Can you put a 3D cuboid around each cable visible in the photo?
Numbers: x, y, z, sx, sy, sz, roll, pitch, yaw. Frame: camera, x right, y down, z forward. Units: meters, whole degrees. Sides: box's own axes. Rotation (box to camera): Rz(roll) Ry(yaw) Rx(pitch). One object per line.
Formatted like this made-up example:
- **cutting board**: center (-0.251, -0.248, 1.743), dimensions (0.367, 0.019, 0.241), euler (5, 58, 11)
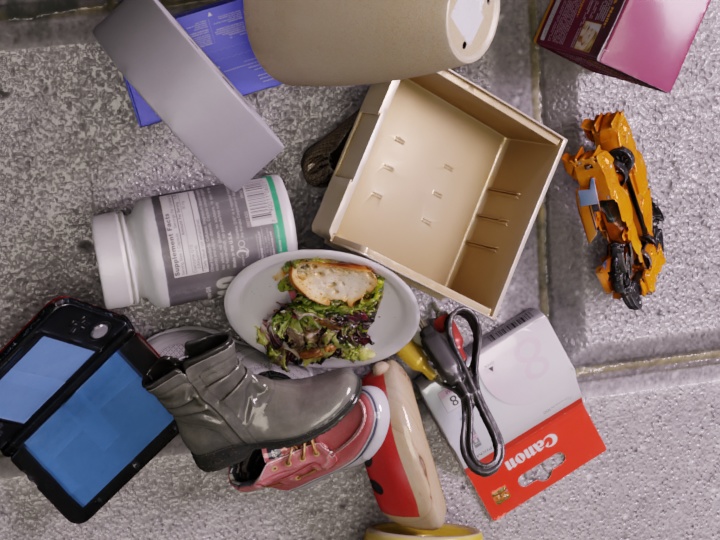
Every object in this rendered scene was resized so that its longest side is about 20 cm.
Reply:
- **cable**: center (0.109, 0.121, 1.633), dimensions (0.096, 0.050, 0.201), euler (-25, 78, -18)

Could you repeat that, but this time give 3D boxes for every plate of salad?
- **plate of salad**: center (-0.039, 0.049, 1.532), dimensions (0.198, 0.048, 0.201), euler (2, 143, 2)

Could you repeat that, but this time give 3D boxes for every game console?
- **game console**: center (-0.295, 0.145, 1.540), dimensions (0.200, 0.119, 0.172), euler (-44, 152, 12)

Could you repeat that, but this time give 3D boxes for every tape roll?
- **tape roll**: center (-0.159, -0.169, 1.425), dimensions (0.066, 0.200, 0.200), euler (-42, 108, 2)

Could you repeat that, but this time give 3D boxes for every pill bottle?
- **pill bottle**: center (-0.168, -0.026, 1.548), dimensions (0.198, 0.113, 0.114), euler (-10, 105, -8)

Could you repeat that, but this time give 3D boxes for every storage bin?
- **storage bin**: center (0.078, -0.085, 1.548), dimensions (0.197, 0.093, 0.202), euler (25, 86, -34)

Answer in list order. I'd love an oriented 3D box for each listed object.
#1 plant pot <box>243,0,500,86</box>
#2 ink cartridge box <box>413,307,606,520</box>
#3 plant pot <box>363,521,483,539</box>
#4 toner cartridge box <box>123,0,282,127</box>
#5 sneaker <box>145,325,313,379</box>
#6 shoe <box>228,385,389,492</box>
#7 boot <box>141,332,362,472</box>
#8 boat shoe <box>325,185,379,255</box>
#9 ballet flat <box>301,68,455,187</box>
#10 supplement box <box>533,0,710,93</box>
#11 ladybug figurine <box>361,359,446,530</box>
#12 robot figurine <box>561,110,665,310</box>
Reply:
- **plant pot**: center (0.023, -0.253, 1.436), dimensions (0.187, 0.199, 0.189), euler (-25, 122, -48)
- **ink cartridge box**: center (0.174, 0.165, 1.699), dimensions (0.162, 0.057, 0.201), euler (-31, 103, -3)
- **plant pot**: center (0.067, 0.376, 1.661), dimensions (0.198, 0.201, 0.191), euler (3, 89, -12)
- **toner cartridge box**: center (-0.143, -0.220, 1.543), dimensions (0.198, 0.043, 0.096), euler (-17, 108, -7)
- **sneaker**: center (-0.140, 0.107, 1.601), dimensions (0.198, 0.082, 0.076), euler (6, 102, -13)
- **shoe**: center (-0.057, 0.180, 1.584), dimensions (0.090, 0.200, 0.072), euler (0, 63, -39)
- **boot**: center (-0.108, 0.115, 1.517), dimensions (0.198, 0.068, 0.131), euler (-22, 120, 8)
- **boat shoe**: center (0.000, 0.000, 1.612), dimensions (0.065, 0.072, 0.202), euler (2, 104, -16)
- **ballet flat**: center (0.021, -0.156, 1.590), dimensions (0.199, 0.046, 0.068), euler (-38, 108, -1)
- **supplement box**: center (0.260, -0.254, 1.534), dimensions (0.085, 0.200, 0.111), euler (22, 98, -16)
- **ladybug figurine**: center (0.037, 0.190, 1.633), dimensions (0.071, 0.136, 0.202), euler (-16, 107, 1)
- **robot figurine**: center (0.276, -0.059, 1.632), dimensions (0.058, 0.145, 0.201), euler (-2, 123, 31)
